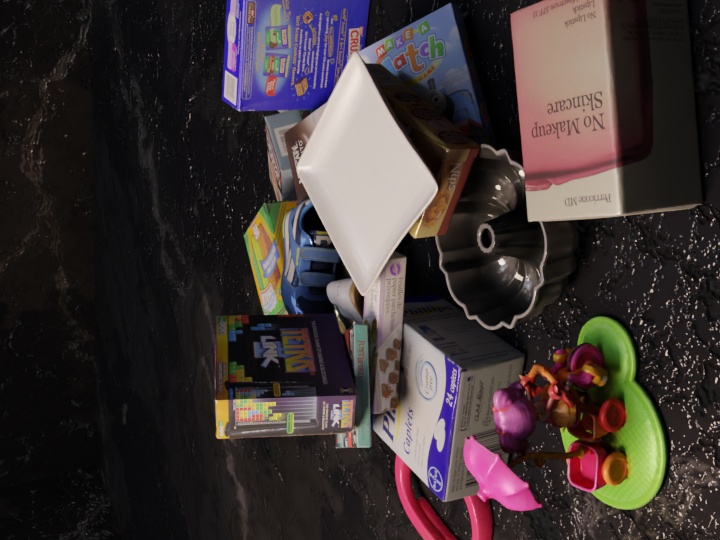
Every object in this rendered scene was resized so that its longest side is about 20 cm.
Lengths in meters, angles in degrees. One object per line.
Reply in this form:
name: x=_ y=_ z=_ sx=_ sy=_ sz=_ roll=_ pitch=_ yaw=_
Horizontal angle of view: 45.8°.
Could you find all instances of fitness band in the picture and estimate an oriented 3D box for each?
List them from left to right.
fitness band: x=0.113 y=0.311 z=1.181 sx=0.200 sy=0.037 sz=0.146 roll=44 pitch=131 yaw=48

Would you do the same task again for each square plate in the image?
square plate: x=0.006 y=-0.108 z=0.979 sx=0.202 sy=0.028 sz=0.199 roll=61 pitch=141 yaw=24

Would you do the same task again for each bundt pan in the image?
bundt pan: x=0.168 y=-0.040 z=0.950 sx=0.201 sy=0.075 sz=0.206 roll=25 pitch=118 yaw=57

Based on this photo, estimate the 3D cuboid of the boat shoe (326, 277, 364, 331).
boat shoe: x=0.015 y=0.080 z=1.185 sx=0.068 sy=0.071 sz=0.202 roll=3 pitch=137 yaw=37

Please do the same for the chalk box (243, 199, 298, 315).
chalk box: x=-0.086 y=0.007 z=1.295 sx=0.124 sy=0.122 sz=0.204 roll=-44 pitch=58 yaw=56

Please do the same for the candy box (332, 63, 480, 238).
candy box: x=0.042 y=-0.144 z=0.993 sx=0.200 sy=0.055 sz=0.117 roll=48 pitch=132 yaw=37

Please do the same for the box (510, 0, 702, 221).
box: x=0.224 y=-0.151 z=0.787 sx=0.127 sy=0.107 sz=0.205 roll=-1 pitch=96 yaw=61

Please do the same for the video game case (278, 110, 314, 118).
video game case: x=-0.096 y=-0.342 z=1.420 sx=0.182 sy=0.023 sz=0.203 roll=46 pitch=134 yaw=48

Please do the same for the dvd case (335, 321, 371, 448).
dvd case: x=-0.013 y=0.155 z=1.102 sx=0.200 sy=0.022 sz=0.149 roll=129 pitch=140 yaw=-74

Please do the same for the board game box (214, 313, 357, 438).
board game box: x=-0.098 y=0.123 z=1.052 sx=0.201 sy=0.162 sz=0.058 roll=-110 pitch=20 yaw=-63

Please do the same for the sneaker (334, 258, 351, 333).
sneaker: x=0.000 y=0.000 z=1.197 sx=0.090 sy=0.066 sz=0.205 roll=23 pitch=112 yaw=60

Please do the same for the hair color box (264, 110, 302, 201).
hair color box: x=-0.113 y=-0.163 z=1.386 sx=0.201 sy=0.059 sz=0.101 roll=98 pitch=156 yaw=-69

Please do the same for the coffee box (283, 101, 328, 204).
coffee box: x=-0.013 y=-0.180 z=1.200 sx=0.199 sy=0.079 sz=0.115 roll=-26 pitch=74 yaw=45

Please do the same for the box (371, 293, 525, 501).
box: x=0.101 y=0.155 z=1.092 sx=0.199 sy=0.103 sz=0.188 roll=36 pitch=126 yaw=54

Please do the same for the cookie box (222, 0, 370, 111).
cookie box: x=-0.094 y=-0.323 z=1.236 sx=0.075 sy=0.197 sz=0.174 roll=41 pitch=130 yaw=51

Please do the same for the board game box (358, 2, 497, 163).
board game box: x=0.079 y=-0.201 z=1.050 sx=0.149 sy=0.036 sz=0.204 roll=-20 pitch=77 yaw=31

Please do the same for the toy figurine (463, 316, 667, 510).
toy figurine: x=0.187 y=0.158 z=0.851 sx=0.149 sy=0.181 sz=0.205 roll=8 pitch=103 yaw=60

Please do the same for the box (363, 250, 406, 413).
box: x=0.027 y=0.077 z=1.062 sx=0.041 sy=0.038 sz=0.204 roll=28 pitch=120 yaw=55

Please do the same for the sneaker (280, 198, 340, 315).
sneaker: x=-0.066 y=-0.010 z=1.182 sx=0.082 sy=0.073 sz=0.204 roll=-36 pitch=57 yaw=52
